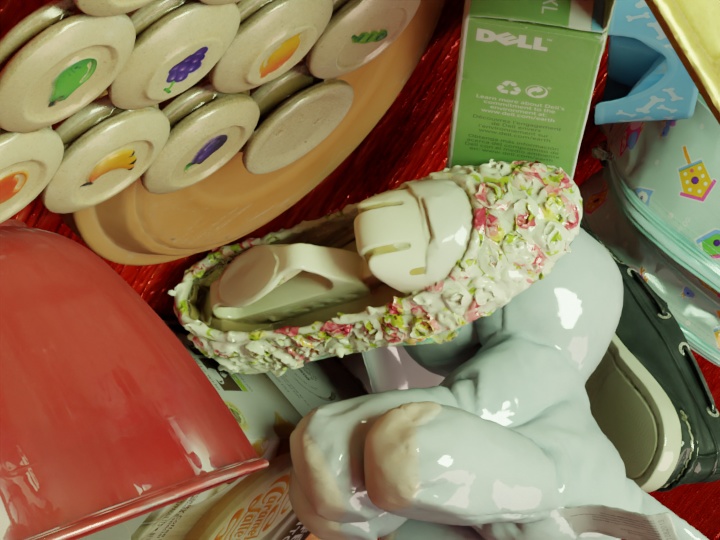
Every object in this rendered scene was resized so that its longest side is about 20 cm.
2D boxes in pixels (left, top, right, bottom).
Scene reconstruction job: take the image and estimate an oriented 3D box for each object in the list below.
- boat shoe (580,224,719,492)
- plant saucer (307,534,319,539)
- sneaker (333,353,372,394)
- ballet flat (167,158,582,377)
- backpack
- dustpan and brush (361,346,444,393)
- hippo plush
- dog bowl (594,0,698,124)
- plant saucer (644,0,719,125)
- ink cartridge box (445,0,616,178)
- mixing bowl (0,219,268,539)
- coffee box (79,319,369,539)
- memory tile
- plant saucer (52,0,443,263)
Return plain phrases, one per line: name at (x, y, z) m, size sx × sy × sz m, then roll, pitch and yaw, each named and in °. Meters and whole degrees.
boat shoe at (0.139, 0.040, 0.951) m, size 0.065 × 0.200 × 0.075 m, roll 10°, pitch 120°, yaw -27°
plant saucer at (-0.034, 0.142, 1.150) m, size 0.200 × 0.032 × 0.201 m, roll -38°, pitch 159°, yaw -17°
sneaker at (0.060, 0.039, 1.060) m, size 0.199 × 0.088 × 0.074 m, roll -31°, pitch 154°, yaw -38°
ballet flat at (0.000, 0.000, 0.784) m, size 0.199 × 0.076 × 0.064 m, roll -23°, pitch 152°, yaw 27°
backpack at (0.215, -0.034, 1.028) m, size 0.154 × 0.175 × 0.200 m, roll -52°, pitch -172°, yaw 10°
dustpan and brush at (0.046, 0.002, 0.978) m, size 0.200 × 0.057 × 0.141 m, roll -38°, pitch 124°, yaw -38°
hippo plush at (0.060, 0.046, 0.830) m, size 0.159 × 0.198 × 0.163 m, roll 34°, pitch 58°, yaw -50°
dog bowl at (0.145, -0.140, 0.849) m, size 0.200 × 0.049 × 0.113 m, roll 78°, pitch 23°, yaw -70°
plant saucer at (0.123, -0.164, 0.537) m, size 0.200 × 0.201 × 0.048 m, roll -42°, pitch -162°, yaw -18°
ink cartridge box at (0.074, -0.117, 0.756) m, size 0.201 × 0.059 × 0.105 m, roll 92°, pitch 7°, yaw -63°
mixing bowl at (-0.141, 0.051, 0.609) m, size 0.198 × 0.109 × 0.200 m, roll -20°, pitch 174°, yaw -2°
coffee box at (-0.076, 0.094, 0.902) m, size 0.115 × 0.080 × 0.200 m, roll -49°, pitch 160°, yaw 15°
memory tile at (-0.043, -0.072, 0.578) m, size 0.199 × 0.017 × 0.153 m, roll -19°, pitch 156°, yaw -52°
plant saucer at (-0.034, -0.078, 0.708) m, size 0.200 × 0.032 × 0.201 m, roll -39°, pitch 160°, yaw -17°
